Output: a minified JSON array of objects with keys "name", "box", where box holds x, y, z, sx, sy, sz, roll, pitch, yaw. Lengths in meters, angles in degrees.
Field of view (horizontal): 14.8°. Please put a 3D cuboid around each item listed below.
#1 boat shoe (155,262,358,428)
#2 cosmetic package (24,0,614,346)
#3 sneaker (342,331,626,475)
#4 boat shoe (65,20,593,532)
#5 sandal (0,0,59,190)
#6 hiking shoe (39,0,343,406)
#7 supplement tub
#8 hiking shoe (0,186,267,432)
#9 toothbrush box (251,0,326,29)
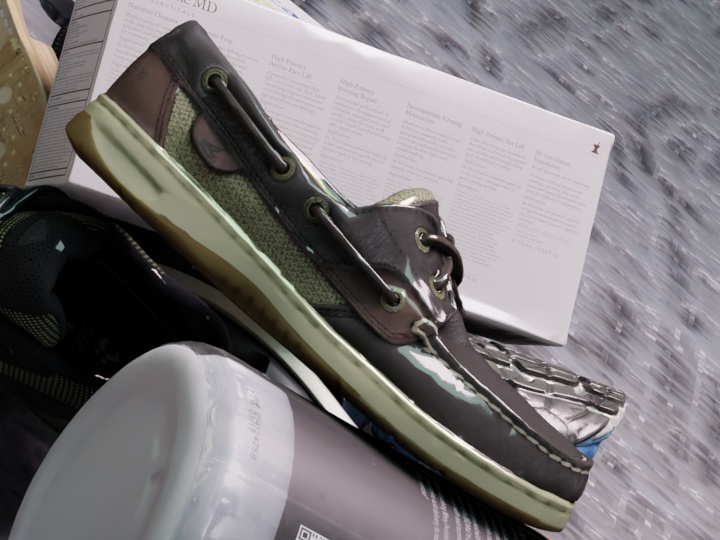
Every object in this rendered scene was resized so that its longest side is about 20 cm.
[{"name":"boat shoe","box":[-0.042,0.077,0.984,0.199,0.075,0.066,45,47,7]},{"name":"cosmetic package","box":[-0.012,-0.039,0.984,0.199,0.083,0.051,19,-8,-25]},{"name":"sneaker","box":[0.037,0.072,1.033,0.078,0.090,0.200,21,-8,-12]},{"name":"boat shoe","box":[0.000,0.000,0.867,0.201,0.066,0.072,39,2,5]},{"name":"sandal","box":[-0.172,-0.109,1.008,0.070,0.078,0.212,27,24,-54]},{"name":"hiking shoe","box":[-0.063,-0.017,1.062,0.101,0.076,0.201,37,-31,59]},{"name":"supplement tub","box":[-0.004,0.117,0.861,0.200,0.123,0.123,31,18,-25]},{"name":"hiking shoe","box":[-0.126,-0.008,0.896,0.199,0.076,0.101,24,-24,-18]},{"name":"toothbrush box","box":[-0.057,-0.066,1.282,0.145,0.086,0.200,38,16,-6]}]
